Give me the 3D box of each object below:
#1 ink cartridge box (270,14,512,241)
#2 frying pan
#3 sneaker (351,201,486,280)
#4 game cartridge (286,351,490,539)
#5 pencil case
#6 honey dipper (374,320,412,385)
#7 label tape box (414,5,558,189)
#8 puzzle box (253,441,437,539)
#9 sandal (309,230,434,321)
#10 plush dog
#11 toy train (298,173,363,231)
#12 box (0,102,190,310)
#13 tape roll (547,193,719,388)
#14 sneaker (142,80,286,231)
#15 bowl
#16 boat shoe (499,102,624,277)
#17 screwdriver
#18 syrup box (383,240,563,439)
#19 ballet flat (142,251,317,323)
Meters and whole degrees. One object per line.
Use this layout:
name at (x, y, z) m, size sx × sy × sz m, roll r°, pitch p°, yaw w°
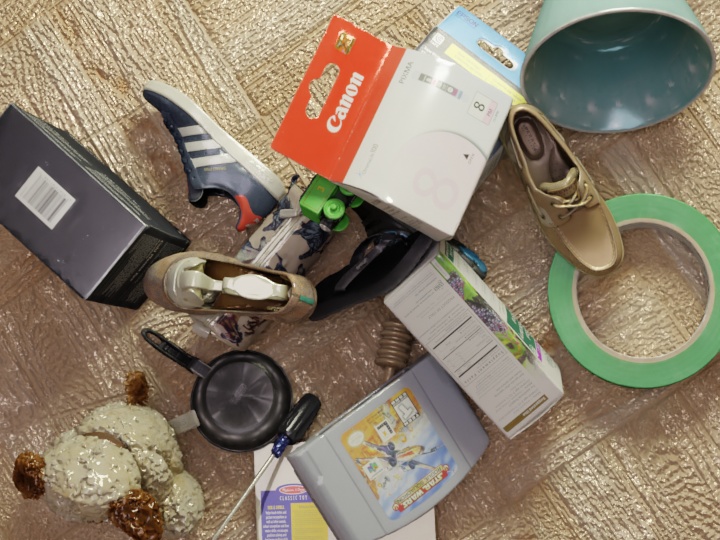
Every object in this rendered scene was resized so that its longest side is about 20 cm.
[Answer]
ink cartridge box at (0.034, -0.145, 1.556) m, size 0.198 × 0.057 × 0.164 m, roll 29°, pitch 75°, yaw -14°
frying pan at (-0.150, 0.110, 1.713) m, size 0.114 × 0.031 × 0.191 m, roll -31°, pitch 72°, yaw -8°
sneaker at (0.038, -0.031, 1.677) m, size 0.199 × 0.073 × 0.082 m, roll 40°, pitch 100°, yaw 13°
game cartridge at (0.036, 0.191, 1.630) m, size 0.199 × 0.041 × 0.134 m, roll -35°, pitch 92°, yaw -20°
pencil case at (-0.101, -0.004, 1.687) m, size 0.078 × 0.089 × 0.201 m, roll 40°, pitch 93°, yaw 25°
honey dipper at (0.021, 0.155, 1.666) m, size 0.037 × 0.038 × 0.203 m, roll 10°, pitch 78°, yaw 9°
label tape box at (0.096, -0.166, 1.675) m, size 0.143 × 0.066 × 0.200 m, roll 38°, pitch 68°, yaw 10°
puzzle box at (-0.016, 0.248, 1.686) m, size 0.197 × 0.025 × 0.135 m, roll -3°, pitch 85°, yaw 9°
sandal at (-0.001, 0.001, 1.633) m, size 0.199 × 0.076 × 0.043 m, roll -29°, pitch 110°, yaw 41°
plush dog at (-0.264, 0.207, 1.635) m, size 0.197 × 0.172 × 0.162 m, roll 15°, pitch 110°, yaw 9°
toy train at (0.004, -0.128, 1.598) m, size 0.056 × 0.042 × 0.201 m, roll 27°, pitch 73°, yaw 18°
box at (-0.304, -0.063, 1.676) m, size 0.200 × 0.182 × 0.104 m, roll 41°, pitch 93°, yaw 10°
tape roll at (0.296, 0.023, 1.644) m, size 0.197 × 0.048 × 0.203 m, roll -1°, pitch 86°, yaw 9°
sneaker at (-0.178, -0.123, 1.715) m, size 0.200 × 0.075 × 0.085 m, roll 41°, pitch 88°, yaw 9°
bowl at (0.259, -0.243, 1.614) m, size 0.198 × 0.201 × 0.106 m, roll -7°, pitch 59°, yaw 8°
boat shoe at (0.204, -0.079, 1.602) m, size 0.071 × 0.065 × 0.201 m, roll -34°, pitch 92°, yaw 3°
screwdriver at (-0.098, 0.208, 1.652) m, size 0.029 × 0.028 × 0.201 m, roll 7°, pitch 49°, yaw 33°
syrup box at (0.118, 0.068, 1.617) m, size 0.081 × 0.079 × 0.200 m, roll -41°, pitch 100°, yaw 15°
ballet flat at (-0.143, 0.014, 1.617) m, size 0.197 × 0.067 × 0.069 m, roll 4°, pitch 84°, yaw 17°
